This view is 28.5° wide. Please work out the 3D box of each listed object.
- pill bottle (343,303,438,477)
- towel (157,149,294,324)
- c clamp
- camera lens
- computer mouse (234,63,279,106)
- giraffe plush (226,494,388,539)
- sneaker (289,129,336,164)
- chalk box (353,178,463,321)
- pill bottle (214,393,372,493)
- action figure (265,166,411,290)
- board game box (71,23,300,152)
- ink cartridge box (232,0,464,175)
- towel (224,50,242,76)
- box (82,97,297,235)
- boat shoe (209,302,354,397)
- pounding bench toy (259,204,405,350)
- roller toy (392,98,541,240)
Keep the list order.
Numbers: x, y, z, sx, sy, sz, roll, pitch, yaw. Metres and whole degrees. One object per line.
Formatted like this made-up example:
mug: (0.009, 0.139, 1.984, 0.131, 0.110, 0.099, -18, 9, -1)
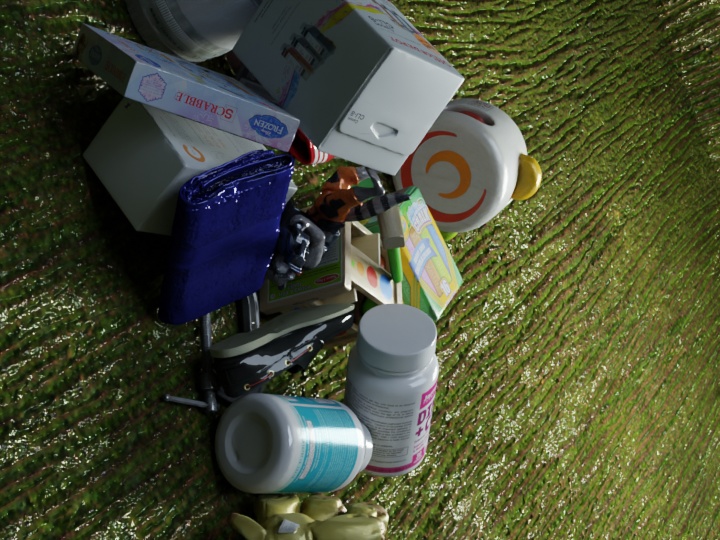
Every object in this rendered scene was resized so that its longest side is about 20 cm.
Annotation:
pill bottle: (0.036, 0.147, 1.745, 0.114, 0.113, 0.201, -65, 165, -50)
towel: (-0.153, -0.037, 1.544, 0.147, 0.201, 0.050, -23, 57, -34)
c clamp: (-0.162, 0.075, 1.637, 0.171, 0.027, 0.201, 29, 50, -49)
camera lens: (-0.163, -0.349, 1.696, 0.160, 0.199, 0.161, 33, 48, -46)
computer mouse: (-0.101, -0.258, 1.803, 0.138, 0.201, 0.053, 26, 7, -3)
giraffe plush: (-0.061, 0.344, 1.555, 0.200, 0.171, 0.163, -5, 100, -69)
sneaker: (-0.063, -0.237, 1.888, 0.115, 0.078, 0.201, -31, 115, -56)
chalk box: (0.030, -0.027, 1.909, 0.201, 0.124, 0.124, 62, 31, -14)
pill bottle: (-0.068, 0.202, 1.639, 0.200, 0.110, 0.112, 13, 63, -55)
action figure: (-0.041, -0.046, 1.648, 0.105, 0.193, 0.200, 40, 19, -26)
board game box: (-0.193, -0.200, 1.546, 0.199, 0.200, 0.041, 17, 101, -31)
ink cartridge box: (-0.014, -0.232, 1.598, 0.145, 0.145, 0.200, 12, 32, -51)
towel: (-0.081, -0.311, 1.836, 0.145, 0.199, 0.023, 63, -2, -15)
box: (-0.187, -0.109, 1.584, 0.125, 0.098, 0.200, 51, 22, 27)
boat shoe: (-0.084, 0.087, 1.635, 0.201, 0.073, 0.064, -24, 104, -39)
pounding bench toy: (0.000, 0.000, 1.762, 0.156, 0.199, 0.125, 36, 45, -49)
roller toy: (0.152, -0.160, 2.112, 0.183, 0.199, 0.140, 62, 31, -5)
